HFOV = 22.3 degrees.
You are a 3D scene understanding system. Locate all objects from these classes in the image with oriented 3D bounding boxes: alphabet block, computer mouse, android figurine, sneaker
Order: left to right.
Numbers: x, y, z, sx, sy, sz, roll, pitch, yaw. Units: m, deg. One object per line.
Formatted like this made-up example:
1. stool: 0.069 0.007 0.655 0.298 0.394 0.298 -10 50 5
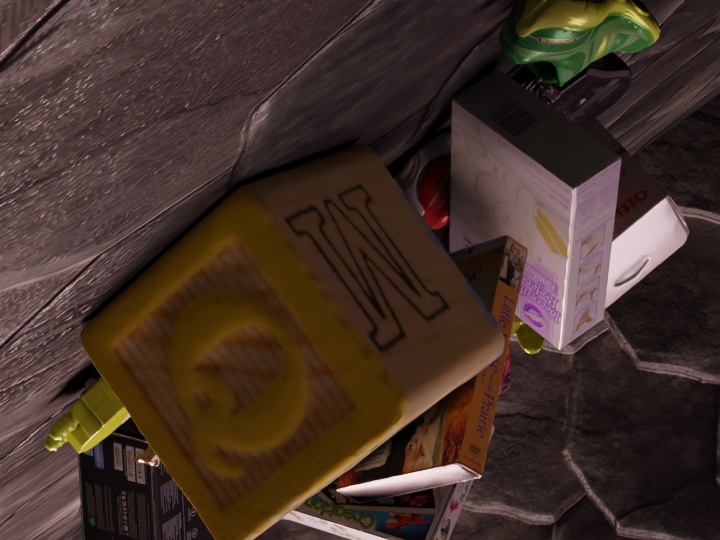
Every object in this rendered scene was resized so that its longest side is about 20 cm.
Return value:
1. android figurine: -0.185 0.087 1.555 0.199 0.041 0.182 -38 177 -20
2. alphabet block: -0.045 0.051 1.330 0.195 0.197 0.200 -41 173 26
3. sneaker: 0.107 -0.092 1.680 0.199 0.085 0.077 -32 174 -41
4. computer mouse: 0.187 -0.179 1.671 0.138 0.053 0.200 -40 163 20
5. sneaker: 0.151 -0.179 1.309 0.083 0.074 0.199 -41 164 24

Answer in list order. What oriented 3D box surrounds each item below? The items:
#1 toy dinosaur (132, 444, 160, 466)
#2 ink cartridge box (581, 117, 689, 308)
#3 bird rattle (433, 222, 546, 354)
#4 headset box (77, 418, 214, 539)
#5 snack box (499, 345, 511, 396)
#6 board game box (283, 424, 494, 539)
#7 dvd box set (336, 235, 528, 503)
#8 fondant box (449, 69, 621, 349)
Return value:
1. toy dinosaur: -0.120 0.112 1.573 0.199 0.085 0.137 18 89 -59
2. ink cartridge box: 0.212 -0.071 1.840 0.146 0.200 0.083 -39 142 2
3. bird rattle: 0.135 -0.034 1.704 0.161 0.202 0.113 5 155 -3
4. headset box: -0.186 0.208 1.849 0.092 0.176 0.200 10 -158 29
5. snack box: 0.019 0.092 1.692 0.142 0.199 0.053 -38 135 -38
6. board game box: -0.003 0.155 1.509 0.127 0.198 0.035 -64 149 -22
7. dvd box set: 0.057 0.079 1.454 0.146 0.029 0.202 -18 -132 46
8. fondant box: 0.143 -0.049 1.548 0.058 0.144 0.201 -34 145 -25
